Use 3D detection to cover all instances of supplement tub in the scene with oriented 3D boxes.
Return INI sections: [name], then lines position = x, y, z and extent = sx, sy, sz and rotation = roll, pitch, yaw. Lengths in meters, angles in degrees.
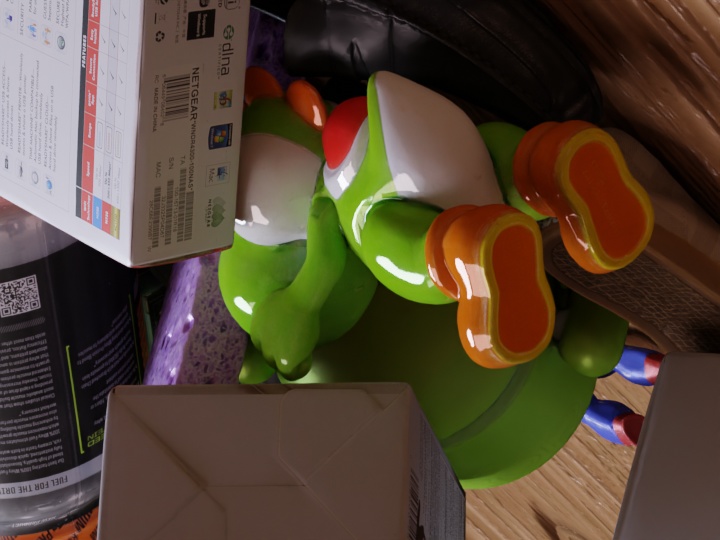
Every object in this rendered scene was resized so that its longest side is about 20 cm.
[supplement tub]
position = -0.154, 0.021, 1.166
extent = 0.122, 0.122, 0.200
rotation = 29, 137, 37

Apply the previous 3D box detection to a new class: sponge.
[sponge]
position = -0.052, -0.032, 1.123
extent = 0.030, 0.201, 0.112
rotation = 15, 169, -8

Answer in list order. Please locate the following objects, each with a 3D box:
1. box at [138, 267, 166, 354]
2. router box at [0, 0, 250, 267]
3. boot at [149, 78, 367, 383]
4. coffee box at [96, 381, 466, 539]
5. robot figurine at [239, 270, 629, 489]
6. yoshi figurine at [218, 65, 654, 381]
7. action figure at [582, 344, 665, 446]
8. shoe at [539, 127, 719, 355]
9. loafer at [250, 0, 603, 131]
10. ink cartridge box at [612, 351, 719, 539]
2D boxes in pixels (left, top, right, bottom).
[box]
position = -0.072, 0.031, 1.332
extent = 0.038, 0.200, 0.137
rotation = -2, 104, 25
[router box]
position = -0.112, -0.125, 1.000
extent = 0.179, 0.049, 0.201
rotation = 28, 121, 44
[boot]
position = 0.000, 0.000, 1.257
extent = 0.200, 0.131, 0.070
rotation = 41, -147, -46
[coffee box]
position = -0.025, 0.104, 1.061
extent = 0.114, 0.080, 0.200
rotation = 0, 164, 8
[robot figurine]
position = 0.032, 0.028, 1.150
extent = 0.175, 0.116, 0.200
rotation = -1, 167, 21
[yoshi figurine]
position = 0.010, -0.008, 0.994
extent = 0.112, 0.112, 0.200
rotation = 17, 177, -42
[action figure]
position = 0.078, 0.036, 1.291
extent = 0.099, 0.065, 0.200
rotation = 33, 170, -20
[shoe]
position = 0.145, 0.016, 1.069
extent = 0.070, 0.053, 0.200
rotation = -21, 133, 36
[loafer]
position = -0.001, -0.097, 1.011
extent = 0.200, 0.070, 0.068
rotation = 33, 167, 19
[ink cartridge box]
position = 0.197, 0.143, 1.048
extent = 0.145, 0.145, 0.200
rotation = 0, 149, 30
